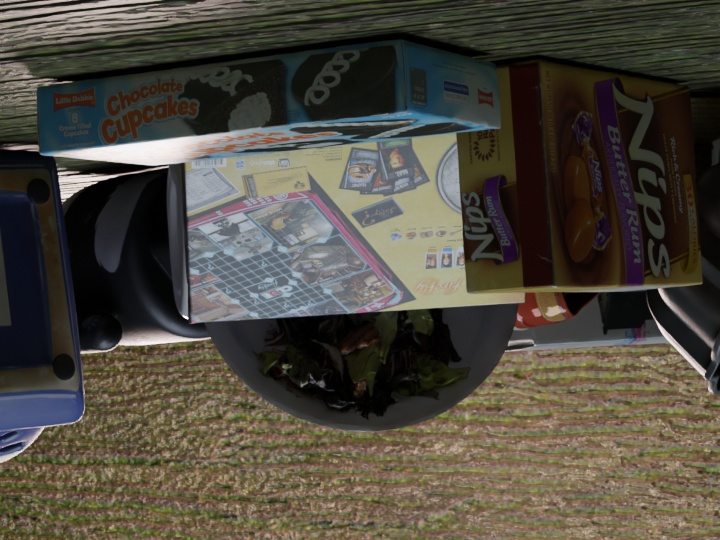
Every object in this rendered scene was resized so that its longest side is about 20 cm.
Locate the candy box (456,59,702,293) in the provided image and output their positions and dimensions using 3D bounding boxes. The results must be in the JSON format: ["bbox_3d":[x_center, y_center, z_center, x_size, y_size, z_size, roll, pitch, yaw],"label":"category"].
[{"bbox_3d":[0.121,-0.047,1.285,0.056,0.117,0.200,-5,178,29],"label":"candy box"}]

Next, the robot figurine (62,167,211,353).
[{"bbox_3d":[-0.142,-0.008,1.679,0.150,0.125,0.200,-3,178,-37],"label":"robot figurine"}]

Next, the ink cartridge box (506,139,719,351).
[{"bbox_3d":[0.189,-0.019,1.693,0.199,0.146,0.083,-3,178,-22],"label":"ink cartridge box"}]

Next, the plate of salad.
[{"bbox_3d":[0.000,0.000,1.438,0.199,0.201,0.048,-3,156,-10],"label":"plate of salad"}]

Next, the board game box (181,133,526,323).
[{"bbox_3d":[-0.002,-0.035,1.353,0.199,0.136,0.035,-3,-138,-6],"label":"board game box"}]

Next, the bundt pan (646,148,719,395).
[{"bbox_3d":[0.247,-0.025,1.455,0.076,0.202,0.202,36,-167,20],"label":"bundt pan"}]

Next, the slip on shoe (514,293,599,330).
[{"bbox_3d":[0.159,-0.026,1.582,0.061,0.074,0.200,2,-147,41],"label":"slip on shoe"}]

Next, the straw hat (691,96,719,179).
[{"bbox_3d":[0.178,-0.057,1.504,0.200,0.085,0.201,-4,178,0],"label":"straw hat"}]

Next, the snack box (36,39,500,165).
[{"bbox_3d":[-0.045,-0.080,1.167,0.199,0.037,0.116,-5,177,25],"label":"snack box"}]

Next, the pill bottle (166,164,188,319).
[{"bbox_3d":[-0.021,-0.029,1.537,0.199,0.112,0.111,-3,178,-9],"label":"pill bottle"}]

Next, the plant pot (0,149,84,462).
[{"bbox_3d":[-0.282,0.022,1.466,0.199,0.201,0.180,-2,170,-36],"label":"plant pot"}]
